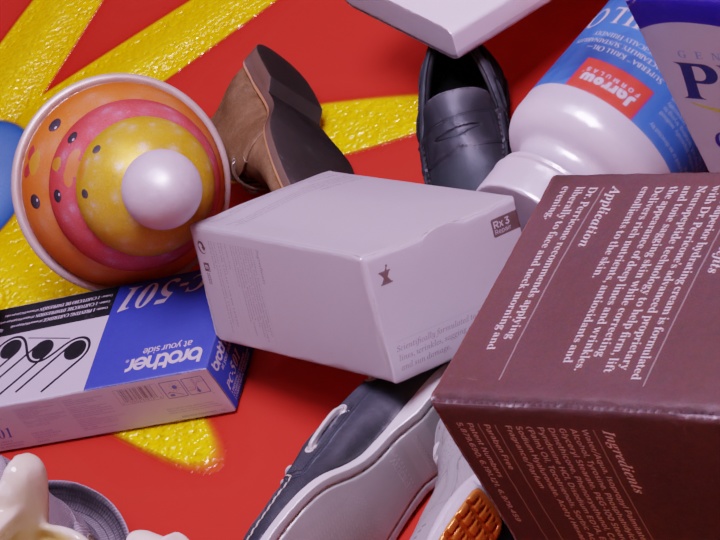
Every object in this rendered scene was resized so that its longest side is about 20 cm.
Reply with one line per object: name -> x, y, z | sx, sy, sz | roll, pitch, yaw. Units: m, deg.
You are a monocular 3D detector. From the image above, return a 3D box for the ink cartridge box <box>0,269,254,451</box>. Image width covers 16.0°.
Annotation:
ink cartridge box -> -0.163, 0.057, 1.640 | 0.200, 0.044, 0.094 | -11, 42, 26

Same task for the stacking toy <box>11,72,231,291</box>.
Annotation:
stacking toy -> -0.136, -0.056, 1.607 | 0.146, 0.146, 0.200 | -40, 10, -11

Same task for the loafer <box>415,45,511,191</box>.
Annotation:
loafer -> 0.064, -0.082, 1.617 | 0.068, 0.070, 0.201 | -21, 37, 15

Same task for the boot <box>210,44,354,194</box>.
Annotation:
boot -> -0.058, -0.072, 1.715 | 0.075, 0.074, 0.200 | -46, 30, 15

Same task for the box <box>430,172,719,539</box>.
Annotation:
box -> 0.176, 0.063, 1.281 | 0.200, 0.164, 0.166 | 2, 46, 37

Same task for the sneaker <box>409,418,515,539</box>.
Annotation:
sneaker -> 0.068, 0.115, 1.389 | 0.092, 0.076, 0.200 | -3, 36, 44

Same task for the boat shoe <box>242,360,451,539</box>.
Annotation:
boat shoe -> -0.006, 0.118, 1.434 | 0.060, 0.076, 0.200 | 16, 44, 45

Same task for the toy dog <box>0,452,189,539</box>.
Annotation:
toy dog -> -0.131, 0.221, 1.330 | 0.200, 0.194, 0.140 | 21, 31, 21

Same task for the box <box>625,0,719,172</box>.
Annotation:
box -> 0.269, -0.109, 1.387 | 0.184, 0.200, 0.105 | 7, 51, 41

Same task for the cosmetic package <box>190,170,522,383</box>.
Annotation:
cosmetic package -> 0.000, 0.000, 1.503 | 0.113, 0.081, 0.200 | -22, 19, -27

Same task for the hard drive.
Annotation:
hard drive -> 0.102, -0.215, 1.698 | 0.200, 0.027, 0.132 | -32, 37, -21

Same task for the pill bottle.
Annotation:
pill bottle -> 0.159, -0.089, 1.522 | 0.112, 0.112, 0.200 | 14, 56, 45

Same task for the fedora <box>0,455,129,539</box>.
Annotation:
fedora -> -0.227, 0.180, 1.499 | 0.177, 0.090, 0.200 | -21, 37, 15
